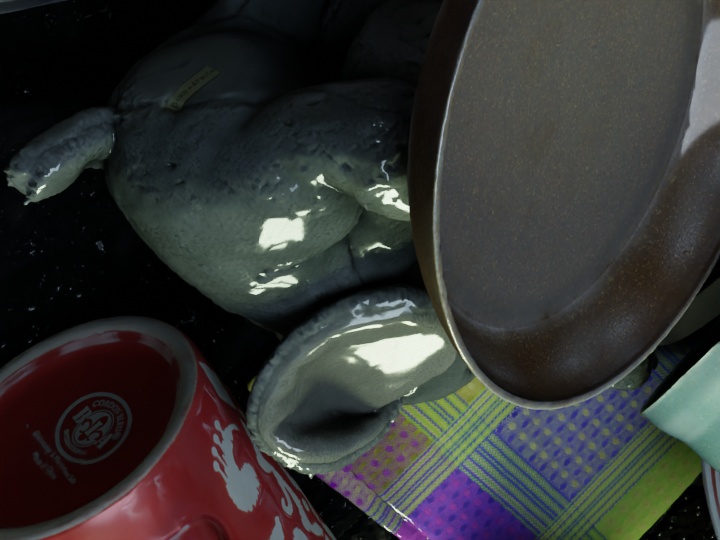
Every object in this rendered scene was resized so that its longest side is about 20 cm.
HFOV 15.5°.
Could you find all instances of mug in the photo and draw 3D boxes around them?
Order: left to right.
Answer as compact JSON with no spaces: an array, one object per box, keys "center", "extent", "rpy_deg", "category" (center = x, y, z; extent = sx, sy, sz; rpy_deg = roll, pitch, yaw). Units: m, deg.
[{"center":[-0.044,0.123,0.947],"extent":[0.134,0.177,0.201],"rpy_deg":[-59,133,-36],"category":"mug"}]

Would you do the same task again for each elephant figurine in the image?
[{"center":[0.000,0.000,0.911],"extent":[0.201,0.154,0.142],"rpy_deg":[74,34,-41],"category":"elephant figurine"}]

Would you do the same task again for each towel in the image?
[{"center":[0.060,0.050,1.043],"extent":[0.144,0.023,0.200],"rpy_deg":[-47,129,3],"category":"towel"}]

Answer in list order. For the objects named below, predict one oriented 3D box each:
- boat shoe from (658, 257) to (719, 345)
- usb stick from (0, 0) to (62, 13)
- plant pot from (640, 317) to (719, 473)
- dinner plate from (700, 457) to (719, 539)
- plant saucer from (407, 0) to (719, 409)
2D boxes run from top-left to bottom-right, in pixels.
[{"center":[0.160,-0.063,1.000],"extent":[0.199,0.074,0.066],"rpy_deg":[-44,100,-8],"category":"boat shoe"},{"center":[-0.141,-0.098,0.835],"extent":[0.199,0.033,0.056],"rpy_deg":[-14,147,-20],"category":"usb stick"},{"center":[0.219,0.026,0.976],"extent":[0.134,0.200,0.200],"rpy_deg":[44,94,4],"category":"plant pot"},{"center":[0.210,0.117,1.068],"extent":[0.199,0.201,0.024],"rpy_deg":[14,141,-34],"category":"dinner plate"},{"center":[0.074,-0.055,0.849],"extent":[0.200,0.032,0.201],"rpy_deg":[-30,129,-45],"category":"plant saucer"}]
